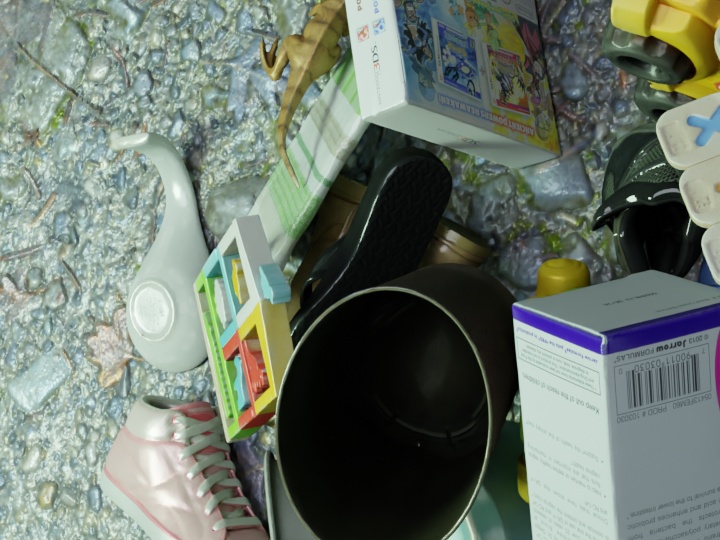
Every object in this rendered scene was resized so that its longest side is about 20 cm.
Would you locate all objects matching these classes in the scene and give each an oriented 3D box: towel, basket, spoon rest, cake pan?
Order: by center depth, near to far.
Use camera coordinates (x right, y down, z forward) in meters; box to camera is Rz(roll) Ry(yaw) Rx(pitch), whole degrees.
[{"bbox_3d":[0.039,0.074,1.121,0.135,0.200,0.182,14,106,13],"label":"basket"},{"bbox_3d":[-0.035,0.227,1.228,0.036,0.200,0.202,-9,74,0],"label":"cake pan"},{"bbox_3d":[-0.033,-0.079,1.316,0.201,0.031,0.149,-58,17,12],"label":"towel"},{"bbox_3d":[-0.162,-0.015,1.431,0.099,0.060,0.202,-5,92,35],"label":"spoon rest"}]

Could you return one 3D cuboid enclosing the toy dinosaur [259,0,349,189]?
[{"bbox_3d":[-0.042,-0.162,1.325,0.201,0.060,0.106,-64,18,-9],"label":"toy dinosaur"}]

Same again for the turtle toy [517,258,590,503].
[{"bbox_3d":[0.155,0.083,1.121,0.100,0.200,0.147,3,110,15],"label":"turtle toy"}]

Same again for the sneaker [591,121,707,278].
[{"bbox_3d":[0.185,-0.039,1.110,0.076,0.199,0.114,46,76,-6],"label":"sneaker"}]

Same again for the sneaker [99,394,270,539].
[{"bbox_3d":[-0.127,0.167,1.355,0.200,0.075,0.105,31,105,38],"label":"sneaker"}]

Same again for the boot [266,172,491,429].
[{"bbox_3d":[0.002,0.042,1.300,0.175,0.066,0.201,26,96,47],"label":"boot"}]

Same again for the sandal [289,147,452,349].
[{"bbox_3d":[0.001,0.000,1.230,0.201,0.075,0.048,-59,32,14],"label":"sandal"}]

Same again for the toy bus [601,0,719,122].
[{"bbox_3d":[0.267,-0.149,1.068,0.191,0.200,0.136,24,85,29],"label":"toy bus"}]

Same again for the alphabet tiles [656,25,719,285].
[{"bbox_3d":[0.271,-0.073,0.942,0.194,0.015,0.201,-19,60,8],"label":"alphabet tiles"}]

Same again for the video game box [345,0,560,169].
[{"bbox_3d":[0.063,-0.178,1.211,0.047,0.199,0.184,-21,70,34],"label":"video game box"}]

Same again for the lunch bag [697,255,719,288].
[{"bbox_3d":[0.285,0.061,1.052,0.199,0.136,0.133,13,75,30],"label":"lunch bag"}]

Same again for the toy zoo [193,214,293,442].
[{"bbox_3d":[-0.083,0.043,1.247,0.200,0.020,0.132,135,124,-68],"label":"toy zoo"}]

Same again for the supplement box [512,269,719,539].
[{"bbox_3d":[0.159,0.113,0.966,0.103,0.100,0.202,-159,60,-63],"label":"supplement box"}]

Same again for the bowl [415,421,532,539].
[{"bbox_3d":[0.060,0.203,1.205,0.200,0.105,0.203,-6,80,33],"label":"bowl"}]
